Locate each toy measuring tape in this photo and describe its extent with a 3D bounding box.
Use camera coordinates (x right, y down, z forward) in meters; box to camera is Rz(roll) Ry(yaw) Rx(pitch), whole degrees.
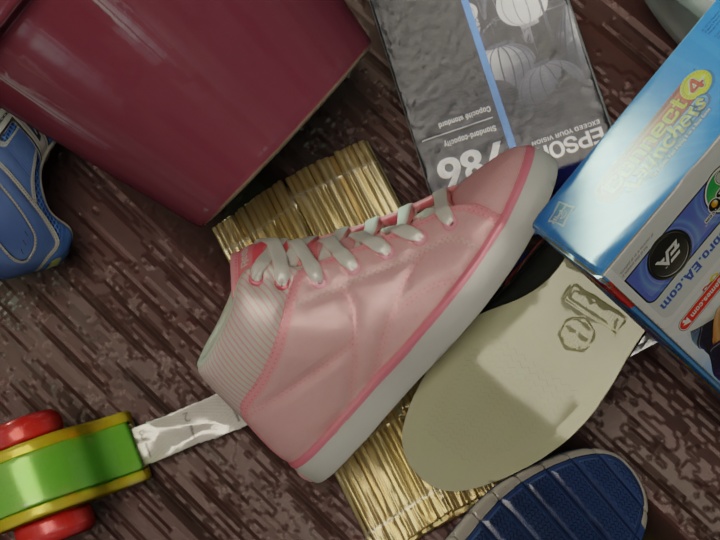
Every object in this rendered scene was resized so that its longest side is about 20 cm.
[{"bbox_3d":[-0.130,0.094,0.791,0.200,0.074,0.074,-22,80,10],"label":"toy measuring tape"}]

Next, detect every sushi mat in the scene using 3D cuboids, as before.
[{"bbox_3d":[0.005,0.039,0.804,0.096,0.012,0.200,-29,79,8],"label":"sushi mat"}]

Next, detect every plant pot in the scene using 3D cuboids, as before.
[{"bbox_3d":[-0.101,-0.127,0.759,0.179,0.200,0.200,44,93,-8],"label":"plant pot"}]

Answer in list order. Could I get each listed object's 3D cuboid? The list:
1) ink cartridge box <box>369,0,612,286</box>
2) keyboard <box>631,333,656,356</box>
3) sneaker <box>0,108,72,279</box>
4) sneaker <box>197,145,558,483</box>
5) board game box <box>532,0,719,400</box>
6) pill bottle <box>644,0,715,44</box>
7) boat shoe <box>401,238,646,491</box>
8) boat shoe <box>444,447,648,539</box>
[{"bbox_3d":[0.069,-0.096,0.796,0.099,0.039,0.200,-19,81,7],"label":"ink cartridge box"},{"bbox_3d":[0.164,-0.004,0.777,0.200,0.011,0.056,-29,88,6],"label":"keyboard"},{"bbox_3d":[-0.209,-0.080,0.838,0.077,0.076,0.200,0,65,-33],"label":"sneaker"},{"bbox_3d":[0.000,0.000,0.744,0.105,0.075,0.200,38,103,-8],"label":"sneaker"},{"bbox_3d":[0.205,-0.036,0.688,0.200,0.196,0.056,-50,38,1],"label":"board game box"},{"bbox_3d":[0.236,-0.177,0.737,0.200,0.110,0.110,-43,78,3],"label":"pill bottle"},{"bbox_3d":[0.099,0.026,0.750,0.074,0.063,0.201,41,96,9],"label":"boat shoe"},{"bbox_3d":[0.052,0.156,0.746,0.200,0.072,0.072,-35,86,-21],"label":"boat shoe"}]
